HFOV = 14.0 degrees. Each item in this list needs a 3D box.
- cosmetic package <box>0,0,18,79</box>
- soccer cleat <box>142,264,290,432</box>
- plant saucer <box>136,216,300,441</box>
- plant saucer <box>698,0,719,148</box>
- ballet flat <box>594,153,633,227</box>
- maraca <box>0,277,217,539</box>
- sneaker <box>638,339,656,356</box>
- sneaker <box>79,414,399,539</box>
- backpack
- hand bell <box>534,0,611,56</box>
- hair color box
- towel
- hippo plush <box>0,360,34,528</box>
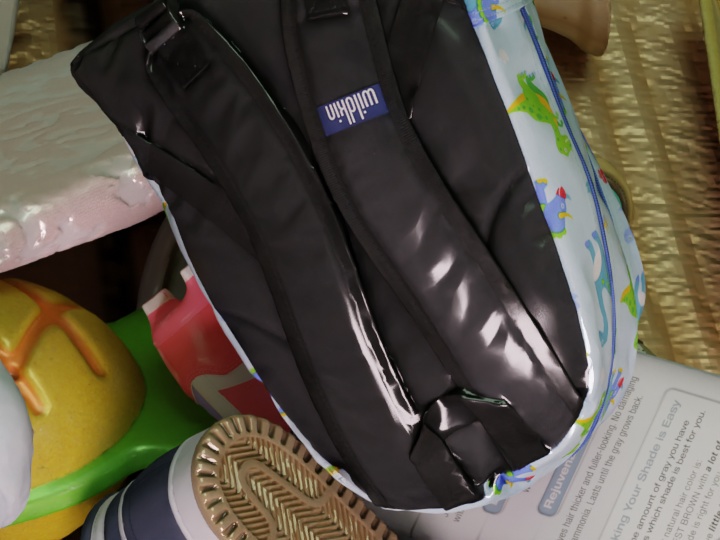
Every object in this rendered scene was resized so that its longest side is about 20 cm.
[{"bbox_3d":[-0.244,-0.157,1.276,0.199,0.108,0.085,8,52,-6],"label":"cosmetic package"},{"bbox_3d":[0.000,0.000,1.144,0.200,0.067,0.077,-33,88,-42],"label":"soccer cleat"},{"bbox_3d":[0.008,0.026,1.211,0.199,0.050,0.201,-1,65,2],"label":"plant saucer"},{"bbox_3d":[0.253,-0.048,1.356,0.199,0.049,0.201,6,51,-9],"label":"plant saucer"},{"bbox_3d":[0.020,-0.038,1.290,0.199,0.069,0.063,9,22,-11],"label":"ballet flat"},{"bbox_3d":[-0.133,0.055,1.127,0.199,0.107,0.137,-8,35,-11],"label":"maraca"},{"bbox_3d":[0.108,0.098,1.174,0.076,0.089,0.201,12,50,-6],"label":"sneaker"},{"bbox_3d":[-0.018,0.142,1.066,0.200,0.108,0.070,49,47,-14],"label":"sneaker"},{"bbox_3d":[0.018,-0.017,1.022,0.201,0.163,0.154,66,20,9],"label":"backpack"},{"bbox_3d":[0.009,-0.138,1.359,0.199,0.104,0.105,-8,53,-4],"label":"hand bell"},{"bbox_3d":[0.096,0.087,1.089,0.199,0.061,0.099,17,65,24],"label":"hair color box"},{"bbox_3d":[-0.131,-0.046,1.198,0.199,0.032,0.191,-25,22,-31],"label":"towel"},{"bbox_3d":[-0.166,0.111,0.999,0.159,0.200,0.161,39,54,-17],"label":"hippo plush"}]
